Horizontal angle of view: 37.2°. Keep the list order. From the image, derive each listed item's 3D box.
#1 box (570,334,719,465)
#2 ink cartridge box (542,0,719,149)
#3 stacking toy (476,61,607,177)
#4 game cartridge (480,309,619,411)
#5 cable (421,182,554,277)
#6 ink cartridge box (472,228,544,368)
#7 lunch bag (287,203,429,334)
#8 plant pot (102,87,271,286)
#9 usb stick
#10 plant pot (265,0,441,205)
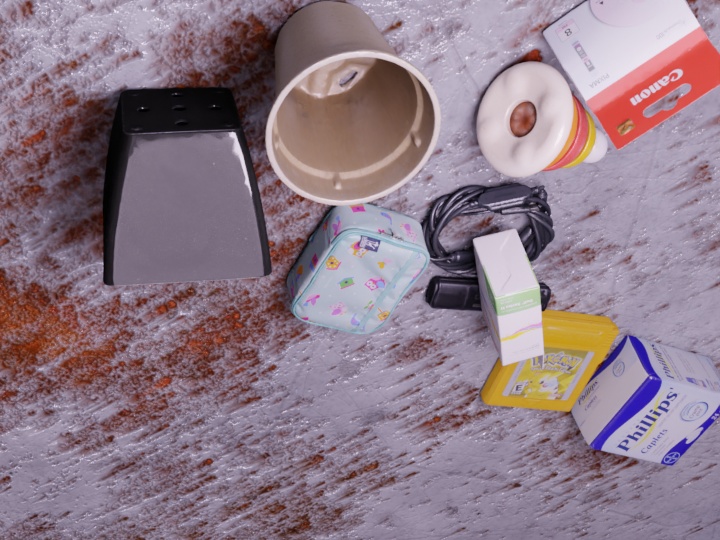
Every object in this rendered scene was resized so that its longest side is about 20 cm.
[{"bbox_3d":[0.496,0.226,1.832,0.198,0.106,0.185,15,125,-25],"label":"box"},{"bbox_3d":[0.327,-0.264,1.281,0.162,0.201,0.057,-33,134,15],"label":"ink cartridge box"},{"bbox_3d":[0.261,-0.183,1.414,0.199,0.147,0.146,8,131,-47],"label":"stacking toy"},{"bbox_3d":[0.313,0.150,1.765,0.174,0.033,0.201,7,130,-21],"label":"game cartridge"},{"bbox_3d":[0.178,-0.055,1.540,0.197,0.051,0.164,-14,140,0],"label":"cable"},{"bbox_3d":[0.215,0.052,1.541,0.066,0.118,0.201,-15,138,0],"label":"ink cartridge box"},{"bbox_3d":[0.000,0.000,1.506,0.159,0.078,0.201,17,131,-25],"label":"lunch bag"},{"bbox_3d":[-0.217,-0.113,1.289,0.197,0.200,0.179,-4,121,-11],"label":"plant pot"},{"bbox_3d":[0.196,0.038,1.632,0.197,0.033,0.056,4,123,-18],"label":"usb stick"},{"bbox_3d":[-0.025,-0.212,1.245,0.198,0.185,0.202,-8,133,-9],"label":"plant pot"}]
